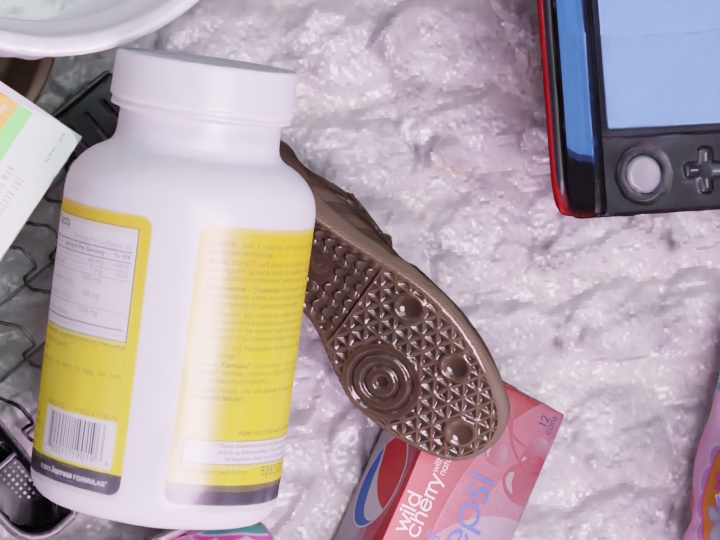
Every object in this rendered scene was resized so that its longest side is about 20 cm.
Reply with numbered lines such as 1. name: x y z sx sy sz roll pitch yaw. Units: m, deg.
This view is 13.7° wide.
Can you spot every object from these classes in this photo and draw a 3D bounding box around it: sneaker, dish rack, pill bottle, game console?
1. sneaker: 0.000 0.000 1.410 0.200 0.076 0.070 46 116 -4
2. dish rack: -0.134 0.009 1.406 0.200 0.055 0.154 -42 102 -16
3. pill bottle: -0.080 0.007 1.323 0.112 0.112 0.201 6 97 -19
4. game console: 0.146 -0.129 1.476 0.172 0.119 0.201 -4 90 -19

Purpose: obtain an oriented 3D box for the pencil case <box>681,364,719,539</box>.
1. pencil case: 0.221 0.058 1.516 0.087 0.087 0.200 15 83 -18

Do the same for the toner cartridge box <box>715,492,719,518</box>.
1. toner cartridge box: 0.258 0.106 1.467 0.200 0.043 0.095 -32 120 -36

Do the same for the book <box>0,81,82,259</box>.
1. book: -0.244 -0.058 1.330 0.200 0.048 0.134 34 77 -6

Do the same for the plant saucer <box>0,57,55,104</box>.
1. plant saucer: -0.236 -0.129 1.383 0.200 0.029 0.201 1 85 -18

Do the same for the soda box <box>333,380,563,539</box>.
1. soda box: 0.022 0.145 1.448 0.063 0.070 0.200 28 78 -17

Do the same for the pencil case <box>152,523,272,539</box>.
1. pencil case: -0.125 0.170 1.380 0.200 0.087 0.088 -16 93 -20

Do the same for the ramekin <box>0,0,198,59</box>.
1. ramekin: -0.148 -0.189 1.348 0.200 0.098 0.201 1 86 -15
